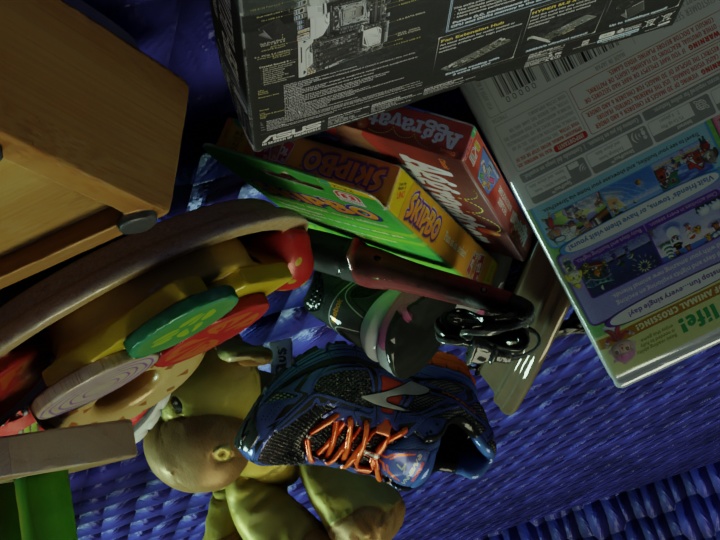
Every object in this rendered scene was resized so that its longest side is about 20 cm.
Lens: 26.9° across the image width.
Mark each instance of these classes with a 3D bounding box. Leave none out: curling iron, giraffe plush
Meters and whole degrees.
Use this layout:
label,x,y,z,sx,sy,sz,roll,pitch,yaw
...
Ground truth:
label,x,y,z,sx,sy,sz,roll,pitch,yaw
curling iron,0.000,0.000,0.771,0.050,0.199,0.026,-38,145,-53
giraffe plush,-0.080,0.101,0.987,0.172,0.201,0.162,-31,143,14

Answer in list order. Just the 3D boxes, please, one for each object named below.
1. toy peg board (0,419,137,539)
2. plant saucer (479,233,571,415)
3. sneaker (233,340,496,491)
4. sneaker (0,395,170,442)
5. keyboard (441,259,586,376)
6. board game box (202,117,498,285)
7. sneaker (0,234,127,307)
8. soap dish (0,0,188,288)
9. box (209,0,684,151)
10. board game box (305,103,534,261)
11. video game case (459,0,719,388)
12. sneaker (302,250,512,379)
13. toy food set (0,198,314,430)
label,x,y,z,sx,sy,sz,roll,pitch,yaw
toy peg board,-0.231,0.142,0.703,0.198,0.099,0.199,-4,170,-39
plant saucer,0.112,-0.016,0.839,0.029,0.201,0.200,24,161,4
sneaker,0.011,0.093,0.900,0.199,0.079,0.076,-2,132,-42
sneaker,-0.206,0.085,0.928,0.199,0.078,0.085,-25,158,16
keyboard,0.104,0.023,1.017,0.199,0.127,0.021,-21,124,4
board game box,0.000,-0.030,0.767,0.095,0.030,0.200,18,175,23
sneaker,-0.200,0.023,0.728,0.199,0.076,0.115,-19,162,-10
soap dish,-0.178,-0.036,0.559,0.199,0.082,0.157,-23,163,15
box,0.041,-0.123,0.581,0.198,0.050,0.158,-18,163,-7
board game box,0.024,-0.048,0.750,0.102,0.020,0.200,17,172,17
video game case,0.170,-0.063,0.702,0.199,0.183,0.022,-27,-165,12
sneaker,0.035,-0.003,0.934,0.200,0.086,0.081,-21,132,-62
toy food set,-0.110,0.030,0.709,0.199,0.049,0.198,-32,171,25
